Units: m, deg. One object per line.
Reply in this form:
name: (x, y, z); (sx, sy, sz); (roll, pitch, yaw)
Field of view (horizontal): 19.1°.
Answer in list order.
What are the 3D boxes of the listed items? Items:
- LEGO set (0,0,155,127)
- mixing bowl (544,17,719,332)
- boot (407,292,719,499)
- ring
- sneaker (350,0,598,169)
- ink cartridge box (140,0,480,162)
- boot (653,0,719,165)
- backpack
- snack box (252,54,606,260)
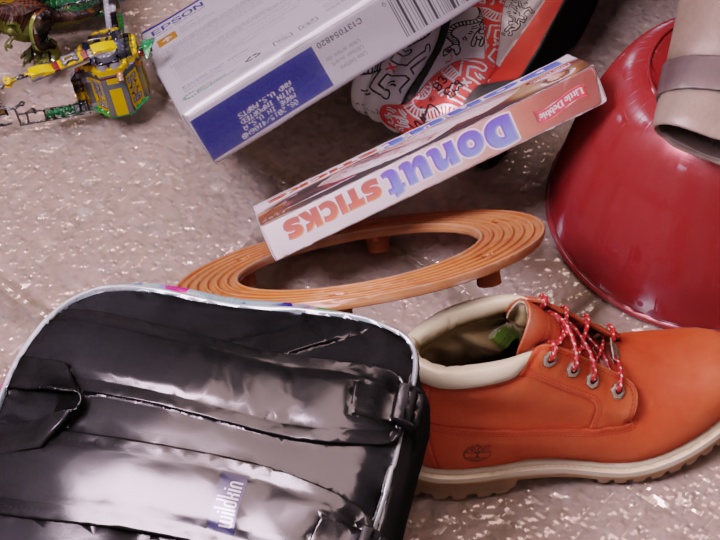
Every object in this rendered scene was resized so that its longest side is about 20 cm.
LEGO set: (-0.221, -0.162, 1.268); (0.199, 0.116, 0.154); (-5, 49, 6)
mixing bowl: (0.203, -0.073, 1.188); (0.199, 0.109, 0.201); (-2, 48, 2)
boot: (0.112, 0.053, 1.085); (0.199, 0.108, 0.075); (-10, 48, -8)
ring: (0.000, 0.000, 1.129); (0.199, 0.019, 0.200); (-9, 12, 2)
sneaker: (0.071, -0.154, 1.290); (0.108, 0.067, 0.202); (22, 56, 17)
ink cartridge box: (-0.027, -0.152, 1.253); (0.199, 0.041, 0.200); (-32, 23, 0)
boot: (0.189, -0.132, 1.105); (0.199, 0.070, 0.147); (27, 77, 14)
backpack: (-0.076, 0.101, 1.015); (0.199, 0.151, 0.178); (12, 65, 7)
snack box: (0.036, -0.063, 1.175); (0.199, 0.024, 0.072); (-26, 11, -1)
